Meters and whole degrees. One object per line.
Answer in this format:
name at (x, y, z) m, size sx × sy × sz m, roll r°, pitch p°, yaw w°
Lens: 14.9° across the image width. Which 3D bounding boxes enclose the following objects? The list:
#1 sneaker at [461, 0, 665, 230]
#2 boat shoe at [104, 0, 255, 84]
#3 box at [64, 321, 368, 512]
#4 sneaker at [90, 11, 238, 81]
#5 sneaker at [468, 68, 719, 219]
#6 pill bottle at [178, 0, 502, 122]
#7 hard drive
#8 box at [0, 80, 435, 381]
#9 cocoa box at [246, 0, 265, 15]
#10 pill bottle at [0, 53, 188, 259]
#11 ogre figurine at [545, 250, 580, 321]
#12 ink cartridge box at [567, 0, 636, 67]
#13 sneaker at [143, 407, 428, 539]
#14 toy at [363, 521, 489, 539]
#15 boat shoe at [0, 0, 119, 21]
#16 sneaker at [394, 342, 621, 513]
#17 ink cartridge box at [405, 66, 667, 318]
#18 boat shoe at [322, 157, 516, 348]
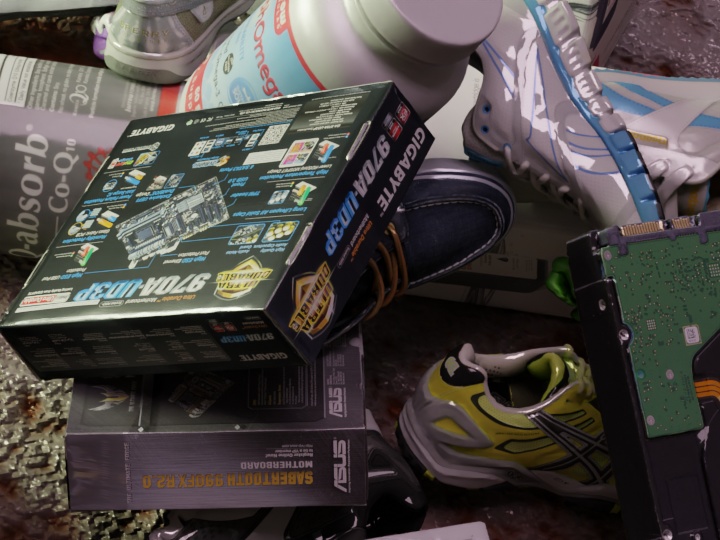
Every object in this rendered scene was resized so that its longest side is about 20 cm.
sneaker at (0.104, -0.066, 1.517) m, size 0.086 × 0.075 × 0.201 m, roll -25°, pitch 70°, yaw -3°
boat shoe at (-0.102, -0.183, 1.645) m, size 0.074 × 0.065 × 0.202 m, roll 15°, pitch 35°, yaw 8°
box at (-0.075, 0.061, 1.499) m, size 0.157 × 0.049 × 0.200 m, roll -2°, pitch 25°, yaw -1°
sneaker at (-0.090, -0.108, 1.690) m, size 0.199 × 0.089 × 0.080 m, roll 19°, pitch 21°, yaw 35°
sneaker at (0.160, -0.064, 1.582) m, size 0.199 × 0.077 × 0.081 m, roll -4°, pitch 42°, yaw -15°
pill bottle at (-0.010, -0.113, 1.509) m, size 0.108 × 0.200 × 0.109 m, roll 16°, pitch 57°, yaw -27°
hard drive at (0.189, 0.070, 1.437) m, size 0.139 × 0.038 × 0.201 m, roll -9°, pitch 83°, yaw -30°
box at (-0.076, -0.019, 1.434) m, size 0.199 × 0.046 × 0.159 m, roll -6°, pitch 44°, yaw 41°
cocoa box at (-0.037, -0.249, 1.786) m, size 0.199 × 0.132 × 0.133 m, roll 28°, pitch 50°, yaw 15°
pill bottle at (-0.197, -0.066, 1.607) m, size 0.199 × 0.116 × 0.116 m, roll 8°, pitch 48°, yaw -3°
ogre figurine at (0.212, 0.046, 1.554) m, size 0.098 × 0.200 × 0.120 m, roll -47°, pitch 26°, yaw -4°
ink cartridge box at (0.131, -0.203, 1.729) m, size 0.084 × 0.201 × 0.145 m, roll 23°, pitch 49°, yaw 10°
sneaker at (-0.041, 0.148, 1.479) m, size 0.200 × 0.067 × 0.090 m, roll -30°, pitch 57°, yaw -33°
toy at (-0.018, 0.205, 1.437) m, size 0.199 × 0.047 × 0.116 m, roll -9°, pitch 70°, yaw -14°
boat shoe at (-0.191, -0.193, 1.724) m, size 0.199 × 0.074 × 0.067 m, roll -5°, pitch 90°, yaw -6°
sneaker at (0.122, 0.085, 1.547) m, size 0.199 × 0.077 × 0.076 m, roll 3°, pitch 46°, yaw -25°
ink cartridge box at (0.089, -0.054, 1.669) m, size 0.199 × 0.085 × 0.146 m, roll 9°, pitch 48°, yaw -4°
boat shoe at (0.000, 0.000, 1.496) m, size 0.199 × 0.071 × 0.091 m, roll -14°, pitch 28°, yaw -10°
